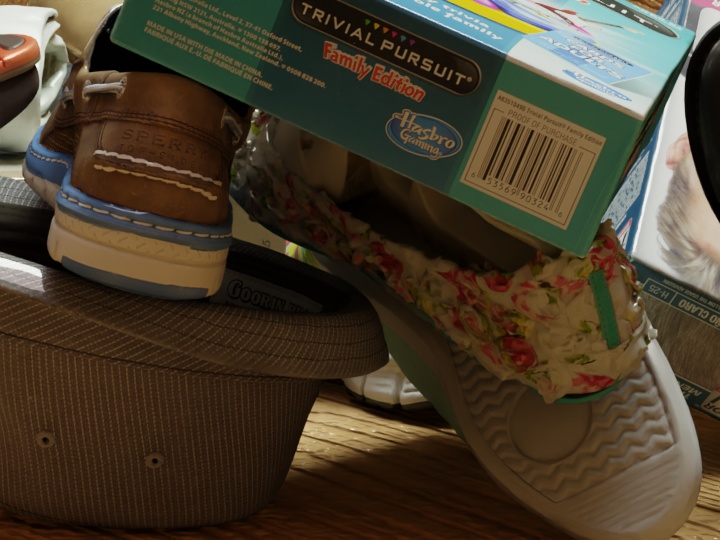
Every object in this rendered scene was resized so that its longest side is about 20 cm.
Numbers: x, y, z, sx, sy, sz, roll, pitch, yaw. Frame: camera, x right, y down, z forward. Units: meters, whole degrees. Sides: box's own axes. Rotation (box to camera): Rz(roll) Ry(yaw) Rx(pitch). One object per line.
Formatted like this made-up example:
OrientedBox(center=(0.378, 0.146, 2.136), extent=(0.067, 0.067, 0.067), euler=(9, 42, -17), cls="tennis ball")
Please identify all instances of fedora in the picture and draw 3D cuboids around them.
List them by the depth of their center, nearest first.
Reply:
OrientedBox(center=(-0.094, 0.030, 0.804), extent=(0.199, 0.091, 0.177), euler=(13, 9, -15), cls="fedora")

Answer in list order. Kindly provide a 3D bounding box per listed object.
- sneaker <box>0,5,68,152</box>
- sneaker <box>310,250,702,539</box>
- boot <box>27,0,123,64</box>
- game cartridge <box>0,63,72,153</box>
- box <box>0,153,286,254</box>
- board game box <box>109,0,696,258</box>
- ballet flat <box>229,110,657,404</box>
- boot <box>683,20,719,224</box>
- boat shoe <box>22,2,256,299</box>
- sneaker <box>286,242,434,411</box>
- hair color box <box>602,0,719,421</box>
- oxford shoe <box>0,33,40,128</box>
OrientedBox(center=(-0.185, -0.087, 1.033), extent=(0.115, 0.074, 0.200), euler=(2, 16, -16), cls="sneaker")
OrientedBox(center=(0.069, 0.041, 0.859), extent=(0.200, 0.074, 0.118), euler=(47, 2, 41), cls="sneaker")
OrientedBox(center=(-0.042, -0.096, 1.048), extent=(0.174, 0.067, 0.200), euler=(5, 15, -20), cls="boot")
OrientedBox(center=(-0.136, -0.050, 1.163), extent=(0.041, 0.134, 0.199), euler=(0, 4, 41), cls="game cartridge")
OrientedBox(center=(-0.136, 0.001, 0.976), extent=(0.199, 0.096, 0.078), euler=(-2, 10, -21), cls="box")
OrientedBox(center=(0.024, -0.075, 0.769), extent=(0.150, 0.047, 0.200), euler=(25, 16, 6), cls="board game box")
OrientedBox(center=(0.022, -0.027, 0.803), extent=(0.075, 0.064, 0.200), euler=(-33, 46, -29), cls="ballet flat")
OrientedBox(center=(0.158, 0.006, 0.777), extent=(0.069, 0.201, 0.174), euler=(-21, -1, 9), cls="boot")
OrientedBox(center=(-0.064, -0.046, 0.784), extent=(0.072, 0.073, 0.200), euler=(14, 10, -14), cls="boat shoe")
OrientedBox(center=(0.000, 0.000, 1.036), extent=(0.078, 0.091, 0.200), euler=(-4, 11, -34), cls="sneaker")
OrientedBox(center=(0.154, -0.033, 0.978), extent=(0.100, 0.061, 0.201), euler=(25, 45, -6), cls="hair color box")
OrientedBox(center=(-0.193, -0.017, 0.877), extent=(0.200, 0.073, 0.071), euler=(-35, 26, -16), cls="oxford shoe")
